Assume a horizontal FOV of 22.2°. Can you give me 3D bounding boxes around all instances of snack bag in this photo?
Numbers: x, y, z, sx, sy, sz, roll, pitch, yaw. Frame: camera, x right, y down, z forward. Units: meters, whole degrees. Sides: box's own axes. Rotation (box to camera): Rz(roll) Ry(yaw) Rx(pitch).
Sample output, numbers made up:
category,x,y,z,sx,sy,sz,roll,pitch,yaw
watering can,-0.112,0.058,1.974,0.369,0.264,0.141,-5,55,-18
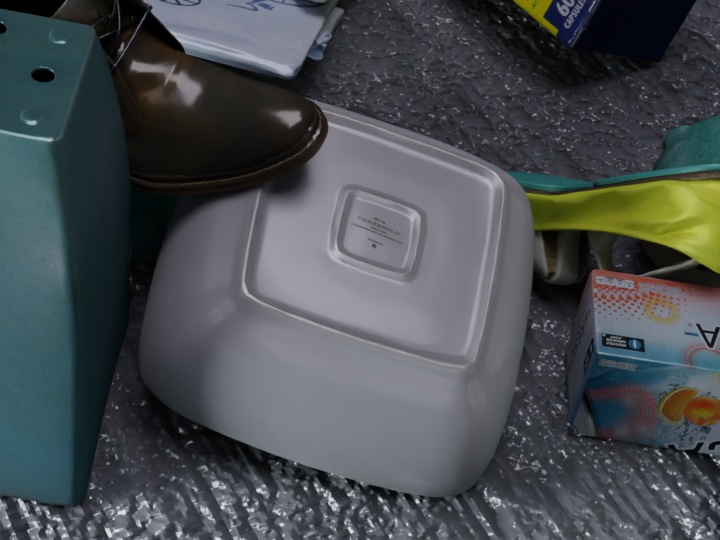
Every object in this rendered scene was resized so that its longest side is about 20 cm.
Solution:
category,x,y,z,sx,sy,sz,roll,pitch,yaw
snack bag,-0.109,-0.163,1.138,0.187,0.022,0.200,15,22,0

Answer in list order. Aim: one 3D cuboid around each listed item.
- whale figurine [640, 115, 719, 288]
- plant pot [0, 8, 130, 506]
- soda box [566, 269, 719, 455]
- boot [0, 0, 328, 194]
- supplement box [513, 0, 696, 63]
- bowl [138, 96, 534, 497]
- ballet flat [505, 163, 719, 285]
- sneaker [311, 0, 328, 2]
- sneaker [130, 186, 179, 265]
category,x,y,z,sx,sy,sz,roll,pitch,yaw
whale figurine,0.252,-0.053,1.085,0.159,0.104,0.199,34,42,24
plant pot,-0.183,-0.018,0.867,0.140,0.201,0.142,9,41,-2
soda box,0.213,0.058,0.984,0.198,0.064,0.069,9,42,-3
boot,-0.116,-0.098,0.914,0.198,0.097,0.075,8,56,26
supplement box,0.135,-0.243,1.240,0.109,0.109,0.200,1,36,-48
bowl,0.000,0.000,0.942,0.198,0.075,0.201,19,55,-9
ballet flat,0.129,-0.024,1.030,0.199,0.068,0.066,1,1,44
sneaker,-0.003,-0.229,1.225,0.084,0.073,0.201,18,29,-13
sneaker,-0.143,-0.092,1.044,0.120,0.084,0.200,-23,60,-27
